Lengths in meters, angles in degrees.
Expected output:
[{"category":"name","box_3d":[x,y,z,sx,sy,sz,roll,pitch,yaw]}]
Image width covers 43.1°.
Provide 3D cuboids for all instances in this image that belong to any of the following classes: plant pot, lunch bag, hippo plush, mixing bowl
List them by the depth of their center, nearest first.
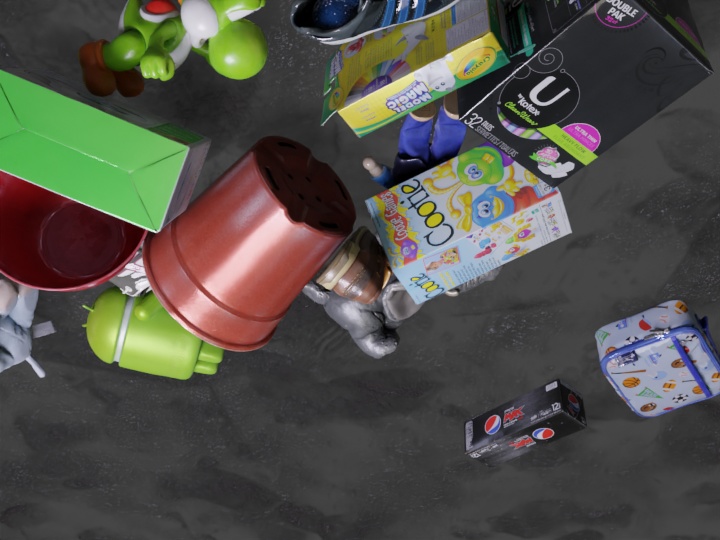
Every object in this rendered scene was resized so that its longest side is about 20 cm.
[{"category":"plant pot","box_3d":[-0.121,-0.041,1.077,0.201,0.201,0.195,30,125,-28]},{"category":"mixing bowl","box_3d":[-0.340,-0.055,1.081,0.199,0.201,0.108,5,160,-3]},{"category":"hippo plush","box_3d":[-0.545,0.064,1.278,0.160,0.160,0.200,16,-177,11]},{"category":"lunch bag","box_3d":[0.443,0.129,1.329,0.160,0.076,0.200,-23,135,23]}]

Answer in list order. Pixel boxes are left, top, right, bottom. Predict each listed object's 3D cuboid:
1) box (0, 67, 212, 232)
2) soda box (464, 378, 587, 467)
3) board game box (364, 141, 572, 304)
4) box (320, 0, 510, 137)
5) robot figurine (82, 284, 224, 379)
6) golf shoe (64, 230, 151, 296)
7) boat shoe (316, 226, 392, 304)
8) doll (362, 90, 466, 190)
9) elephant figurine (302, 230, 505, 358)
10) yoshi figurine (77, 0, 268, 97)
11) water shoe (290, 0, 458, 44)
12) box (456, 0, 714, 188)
[{"category":"box","box_3d":[-0.271,-0.127,0.945,0.200,0.176,0.097,22,100,-5]},{"category":"soda box","box_3d":[0.265,0.251,1.485,0.071,0.063,0.200,33,131,-32]},{"category":"board game box","box_3d":[0.124,-0.062,1.045,0.200,0.103,0.105,-25,150,8]},{"category":"box","box_3d":[0.049,-0.212,0.915,0.200,0.118,0.048,-21,134,25]},{"category":"robot figurine","box_3d":[-0.289,0.085,1.276,0.199,0.116,0.176,13,150,-12]},{"category":"golf shoe","box_3d":[-0.312,-0.009,1.175,0.199,0.088,0.077,3,-178,2]},{"category":"boat shoe","box_3d":[0.000,0.000,1.051,0.068,0.200,0.072,38,101,-1]},{"category":"doll","box_3d":[0.071,-0.127,1.065,0.136,0.049,0.200,-4,146,-7]},{"category":"elephant figurine","box_3d":[0.059,0.007,1.184,0.200,0.155,0.142,-40,82,25]},{"category":"yoshi figurine","box_3d":[-0.177,-0.220,0.930,0.200,0.113,0.112,-19,143,20]},{"category":"water shoe","box_3d":[0.027,-0.266,0.866,0.200,0.079,0.072,-22,94,26]},{"category":"box","box_3d":[0.213,-0.209,0.905,0.148,0.125,0.200,29,132,-28]}]
